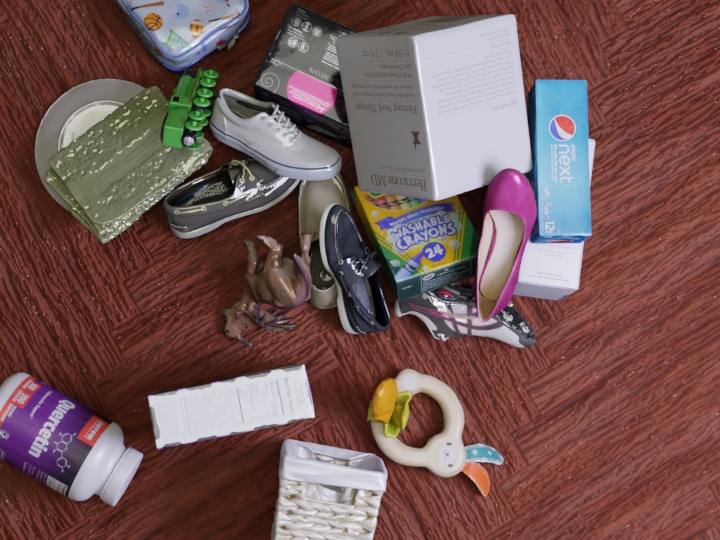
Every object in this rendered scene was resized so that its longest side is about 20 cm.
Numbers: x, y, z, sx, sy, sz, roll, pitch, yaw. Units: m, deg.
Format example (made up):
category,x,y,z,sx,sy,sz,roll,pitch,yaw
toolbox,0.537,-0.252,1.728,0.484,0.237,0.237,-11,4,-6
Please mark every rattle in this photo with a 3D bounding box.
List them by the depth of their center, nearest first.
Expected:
category,x,y,z,sx,sy,sz,roll,pitch,yaw
rattle,0.107,0.214,1.676,0.200,0.143,0.130,45,64,9

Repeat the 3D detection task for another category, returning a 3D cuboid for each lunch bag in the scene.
category,x,y,z,sx,sy,sz,roll,pitch,yaw
lunch bag,-0.248,-0.381,1.754,0.160,0.076,0.200,-37,85,-9

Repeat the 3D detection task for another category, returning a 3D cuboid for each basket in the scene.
category,x,y,z,sx,sy,sz,roll,pitch,yaw
basket,-0.045,0.294,1.626,0.135,0.200,0.124,10,87,-2

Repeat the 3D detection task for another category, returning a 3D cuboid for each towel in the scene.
category,x,y,z,sx,sy,sz,roll,pitch,yaw
towel,-0.312,-0.144,1.708,0.200,0.036,0.148,-40,74,-7

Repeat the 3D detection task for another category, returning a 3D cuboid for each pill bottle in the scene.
category,x,y,z,sx,sy,sz,roll,pitch,yaw
pill bottle,-0.388,0.223,1.655,0.200,0.112,0.113,29,83,0

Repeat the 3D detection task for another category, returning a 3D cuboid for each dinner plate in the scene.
category,x,y,z,sx,sy,sz,roll,pitch,yaw
dinner plate,-0.347,-0.167,1.750,0.200,0.024,0.201,0,82,-2

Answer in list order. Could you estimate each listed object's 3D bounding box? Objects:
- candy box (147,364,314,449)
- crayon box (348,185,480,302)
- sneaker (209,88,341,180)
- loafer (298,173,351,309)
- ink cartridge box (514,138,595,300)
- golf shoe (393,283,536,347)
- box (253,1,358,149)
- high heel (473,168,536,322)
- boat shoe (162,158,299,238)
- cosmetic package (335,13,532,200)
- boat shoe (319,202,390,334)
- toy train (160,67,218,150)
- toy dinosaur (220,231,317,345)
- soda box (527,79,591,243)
category,x,y,z,sx,sy,sz,roll,pitch,yaw
candy box,-0.163,0.174,1.646,0.199,0.168,0.072,-11,86,-5
crayon box,0.072,-0.066,1.699,0.125,0.052,0.200,-18,55,-8
sneaker,-0.116,-0.182,1.699,0.200,0.071,0.073,23,47,15
loafer,-0.045,-0.050,1.729,0.075,0.068,0.201,-4,83,-4
ink cartridge box,0.251,-0.069,1.709,0.086,0.146,0.201,6,83,-1
golf shoe,0.143,0.060,1.736,0.200,0.077,0.088,29,110,-3
box,-0.030,-0.253,1.732,0.200,0.115,0.132,24,81,-1
high heel,0.170,-0.029,1.570,0.067,0.200,0.096,17,48,8
boat shoe,-0.171,-0.112,1.724,0.201,0.060,0.072,-26,55,-6
cosmetic package,0.093,-0.208,1.597,0.166,0.167,0.200,-19,108,-32
boat shoe,-0.001,0.002,1.676,0.066,0.074,0.200,9,123,32
toy train,-0.227,-0.217,1.693,0.056,0.200,0.042,9,123,-4
toy dinosaur,-0.106,0.024,1.679,0.086,0.200,0.136,-3,84,-34
soda box,0.250,-0.136,1.611,0.068,0.064,0.201,0,82,-2
